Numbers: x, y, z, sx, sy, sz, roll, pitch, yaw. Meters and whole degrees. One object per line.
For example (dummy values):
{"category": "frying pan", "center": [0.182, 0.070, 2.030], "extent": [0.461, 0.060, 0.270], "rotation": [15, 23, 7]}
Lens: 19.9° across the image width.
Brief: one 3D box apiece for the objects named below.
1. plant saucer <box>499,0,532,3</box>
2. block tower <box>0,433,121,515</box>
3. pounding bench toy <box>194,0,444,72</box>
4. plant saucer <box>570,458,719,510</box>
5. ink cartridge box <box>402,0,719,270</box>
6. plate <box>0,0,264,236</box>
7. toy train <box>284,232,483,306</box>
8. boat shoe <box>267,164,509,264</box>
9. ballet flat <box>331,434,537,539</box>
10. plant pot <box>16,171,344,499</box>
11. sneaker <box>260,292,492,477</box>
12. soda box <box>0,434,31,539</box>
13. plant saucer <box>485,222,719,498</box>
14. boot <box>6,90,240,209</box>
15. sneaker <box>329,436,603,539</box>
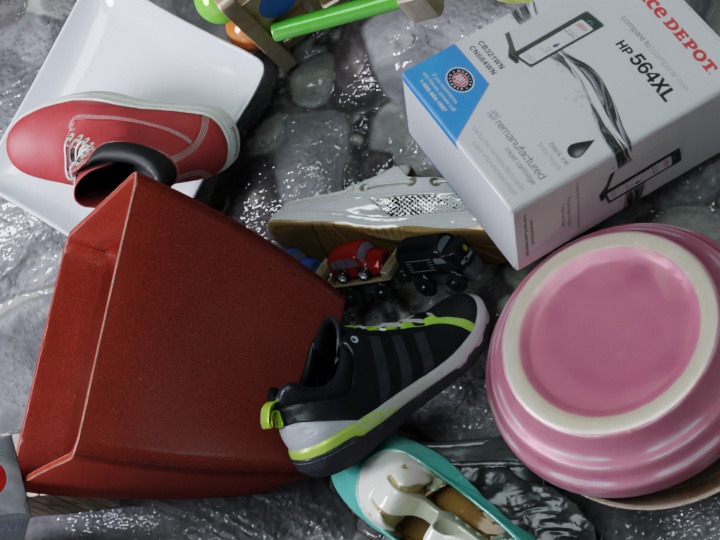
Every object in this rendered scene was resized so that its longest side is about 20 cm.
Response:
{"category": "plant saucer", "center": [0.141, -0.296, 1.533], "extent": [0.200, 0.031, 0.200], "rotation": [-27, 50, 38]}
{"category": "block tower", "center": [-0.275, 0.159, 1.580], "extent": [0.200, 0.058, 0.054], "rotation": [-8, 68, 24]}
{"category": "pounding bench toy", "center": [-0.047, -0.229, 1.584], "extent": [0.156, 0.124, 0.200], "rotation": [-39, 60, 7]}
{"category": "plant saucer", "center": [0.208, 0.075, 1.392], "extent": [0.200, 0.037, 0.201], "rotation": [-12, 57, 20]}
{"category": "ink cartridge box", "center": [0.152, -0.117, 1.440], "extent": [0.200, 0.084, 0.146], "rotation": [-31, 60, -11]}
{"category": "plate", "center": [-0.187, -0.114, 1.646], "extent": [0.200, 0.032, 0.200], "rotation": [30, 92, 30]}
{"category": "toy train", "center": [0.000, 0.000, 1.494], "extent": [0.200, 0.046, 0.034], "rotation": [-8, 36, 39]}
{"category": "boat shoe", "center": [0.029, -0.043, 1.515], "extent": [0.200, 0.071, 0.069], "rotation": [1, 62, 23]}
{"category": "ballet flat", "center": [0.050, 0.163, 1.356], "extent": [0.200, 0.070, 0.067], "rotation": [33, 93, 28]}
{"category": "plant pot", "center": [-0.123, 0.069, 1.451], "extent": [0.176, 0.200, 0.200], "rotation": [17, 72, -18]}
{"category": "sneaker", "center": [0.012, 0.058, 1.400], "extent": [0.200, 0.083, 0.072], "rotation": [-41, 15, -35]}
{"category": "soda box", "center": [-0.290, 0.198, 1.495], "extent": [0.063, 0.200, 0.068], "rotation": [-8, 60, -23]}
{"category": "plant saucer", "center": [0.173, 0.051, 1.370], "extent": [0.200, 0.051, 0.201], "rotation": [-13, 57, 21]}
{"category": "boot", "center": [-0.210, -0.084, 1.546], "extent": [0.200, 0.144, 0.072], "rotation": [2, 110, 28]}
{"category": "sneaker", "center": [0.071, 0.172, 1.414], "extent": [0.200, 0.060, 0.104], "rotation": [-7, 64, 18]}
